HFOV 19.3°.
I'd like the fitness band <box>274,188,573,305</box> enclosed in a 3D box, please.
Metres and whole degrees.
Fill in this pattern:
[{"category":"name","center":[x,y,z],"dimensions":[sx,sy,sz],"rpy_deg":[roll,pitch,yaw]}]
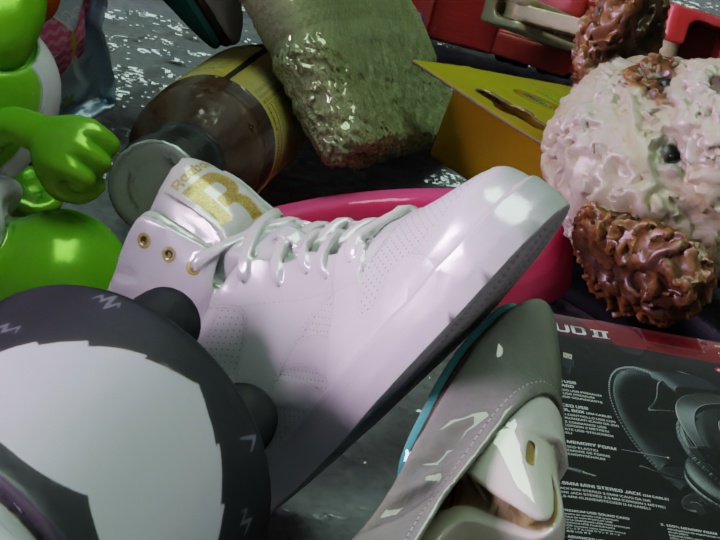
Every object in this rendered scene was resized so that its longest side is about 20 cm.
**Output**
[{"category":"fitness band","center":[0.000,0.000,0.878],"dimensions":[0.143,0.038,0.200],"rpy_deg":[7,18,41]}]

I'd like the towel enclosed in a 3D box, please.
[{"category":"towel","center":[-0.009,-0.118,1.029],"dimensions":[0.149,0.036,0.200],"rpy_deg":[64,18,1]}]

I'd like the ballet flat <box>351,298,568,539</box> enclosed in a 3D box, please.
[{"category":"ballet flat","center":[0.029,0.090,0.662],"dimensions":[0.064,0.068,0.200],"rpy_deg":[19,52,29]}]

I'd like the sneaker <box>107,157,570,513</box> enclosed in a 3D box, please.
[{"category":"sneaker","center":[-0.023,0.000,0.719],"dimensions":[0.116,0.200,0.074],"rpy_deg":[51,42,6]}]

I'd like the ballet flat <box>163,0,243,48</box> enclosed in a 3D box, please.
[{"category":"ballet flat","center":[-0.110,-0.193,0.988],"dimensions":[0.200,0.069,0.069],"rpy_deg":[46,23,-16]}]

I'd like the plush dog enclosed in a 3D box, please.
[{"category":"plush dog","center":[0.158,-0.041,0.880],"dimensions":[0.171,0.161,0.200],"rpy_deg":[8,48,-9]}]

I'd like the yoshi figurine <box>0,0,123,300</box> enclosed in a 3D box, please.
[{"category":"yoshi figurine","center":[-0.130,-0.043,0.834],"dimensions":[0.112,0.201,0.112],"rpy_deg":[-8,-24,25]}]

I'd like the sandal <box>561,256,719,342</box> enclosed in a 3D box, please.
[{"category":"sandal","center":[0.156,0.036,0.950],"dimensions":[0.200,0.043,0.076],"rpy_deg":[30,23,38]}]

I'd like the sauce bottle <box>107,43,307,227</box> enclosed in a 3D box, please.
[{"category":"sauce bottle","center":[-0.067,-0.058,0.940],"dimensions":[0.065,0.065,0.200],"rpy_deg":[18,16,6]}]

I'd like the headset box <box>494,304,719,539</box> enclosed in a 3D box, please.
[{"category":"headset box","center":[0.116,0.094,0.779],"dimensions":[0.148,0.077,0.200],"rpy_deg":[10,28,-10]}]

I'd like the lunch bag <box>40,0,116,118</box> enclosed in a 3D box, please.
[{"category":"lunch bag","center":[-0.234,-0.126,0.959],"dimensions":[0.200,0.127,0.170],"rpy_deg":[-22,44,-31]}]

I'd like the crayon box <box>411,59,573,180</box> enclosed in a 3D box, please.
[{"category":"crayon box","center":[0.125,-0.046,1.016],"dimensions":[0.200,0.051,0.127],"rpy_deg":[7,20,-39]}]

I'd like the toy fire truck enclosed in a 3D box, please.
[{"category":"toy fire truck","center":[0.099,-0.135,1.160],"dimensions":[0.199,0.049,0.141],"rpy_deg":[15,4,-1]}]

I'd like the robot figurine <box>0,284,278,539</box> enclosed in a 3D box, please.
[{"category":"robot figurine","center":[-0.103,0.080,0.639],"dimensions":[0.150,0.125,0.200],"rpy_deg":[19,32,18]}]
